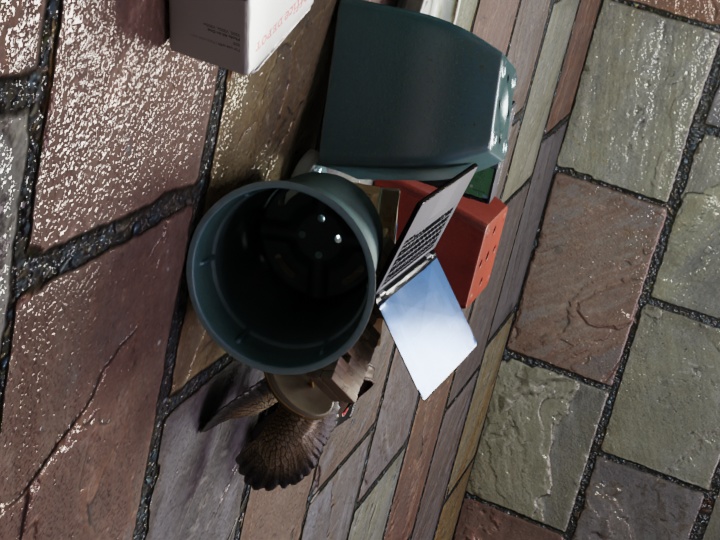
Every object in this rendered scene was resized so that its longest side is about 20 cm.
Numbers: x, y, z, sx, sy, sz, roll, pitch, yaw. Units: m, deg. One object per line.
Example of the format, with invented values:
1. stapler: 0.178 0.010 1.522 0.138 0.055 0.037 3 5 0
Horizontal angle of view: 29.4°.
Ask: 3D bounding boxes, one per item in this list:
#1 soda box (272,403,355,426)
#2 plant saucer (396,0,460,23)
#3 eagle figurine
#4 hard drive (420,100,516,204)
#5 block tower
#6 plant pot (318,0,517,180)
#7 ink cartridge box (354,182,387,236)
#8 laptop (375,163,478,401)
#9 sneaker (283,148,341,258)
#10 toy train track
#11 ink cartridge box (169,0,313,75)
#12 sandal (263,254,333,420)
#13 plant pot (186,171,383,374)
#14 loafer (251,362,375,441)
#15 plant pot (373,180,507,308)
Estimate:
1. soda box: -0.061 0.185 1.927 0.200 0.070 0.064 -14 120 -73
2. plant saucer: 0.084 -0.345 1.853 0.200 0.050 0.202 19 90 -75
3. eagle figurine: -0.093 0.152 1.673 0.151 0.150 0.201 -56 -172 54
4. hard drive: 0.096 -0.183 1.797 0.038 0.198 0.141 -47 152 -56
5. block tower: -0.005 0.050 1.587 0.058 0.054 0.202 49 53 -40
6. plant pot: 0.080 -0.206 1.652 0.196 0.197 0.199 7 90 -75
7. ink cartridge box: 0.000 0.000 1.819 0.201 0.074 0.167 -82 -178 -62
8. laptop: 0.102 0.009 1.571 0.201 0.115 0.187 -63 168 27
9. sneaker: -0.046 -0.054 1.665 0.074 0.081 0.202 -56 159 -46
10. toy train track: 0.022 -0.006 1.685 0.033 0.113 0.203 -114 -151 -67
11. ink cartridge box: -0.098 -0.293 1.172 0.146 0.083 0.202 -56 159 -46
12. sandal: -0.075 0.075 1.589 0.054 0.079 0.203 -22 -101 60
13. plant pot: -0.064 -0.015 1.473 0.196 0.198 0.203 -54 159 -72
14. loafer: -0.052 0.190 1.778 0.200 0.071 0.073 -41 145 21
15. plant pot: 0.113 -0.048 2.078 0.200 0.174 0.202 -37 143 -64
